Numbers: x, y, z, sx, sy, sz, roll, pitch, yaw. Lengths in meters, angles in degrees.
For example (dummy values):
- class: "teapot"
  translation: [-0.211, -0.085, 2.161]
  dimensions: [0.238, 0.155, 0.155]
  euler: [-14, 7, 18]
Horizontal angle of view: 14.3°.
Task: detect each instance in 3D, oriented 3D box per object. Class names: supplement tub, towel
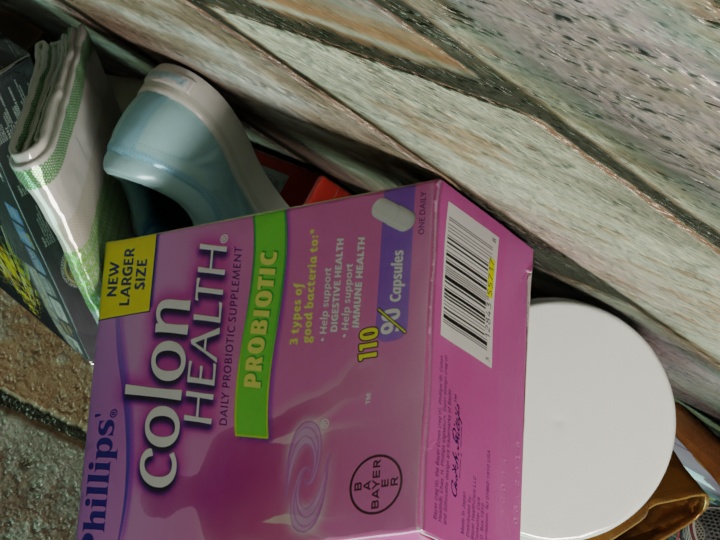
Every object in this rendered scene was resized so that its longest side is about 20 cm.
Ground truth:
- class: "supplement tub"
  translation: [0.093, 0.081, 1.582]
  dimensions: [0.132, 0.132, 0.200]
  euler: [29, 177, -4]
- class: "towel"
  translation: [-0.132, -0.012, 1.513]
  dimensions: [0.149, 0.031, 0.200]
  euler: [-82, -25, -58]

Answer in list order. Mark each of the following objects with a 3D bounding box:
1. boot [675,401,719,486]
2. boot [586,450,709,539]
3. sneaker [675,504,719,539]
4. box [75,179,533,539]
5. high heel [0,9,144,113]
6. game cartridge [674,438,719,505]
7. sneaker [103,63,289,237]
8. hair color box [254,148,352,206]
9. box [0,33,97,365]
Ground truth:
- class: "boot"
  translation: [0.241, 0.130, 1.712]
  dimensions: [0.188, 0.069, 0.200]
  euler: [30, -166, -39]
- class: "boot"
  translation: [0.098, 0.129, 1.741]
  dimensions: [0.144, 0.201, 0.071]
  euler: [54, 154, 41]
- class: "sneaker"
  translation: [0.287, 0.193, 1.816]
  dimensions: [0.200, 0.081, 0.075]
  euler: [25, 141, 37]
- class: "box"
  translation: [-0.027, 0.067, 1.399]
  dimensions: [0.200, 0.176, 0.097]
  euler: [-10, 154, 31]
- class: "high heel"
  translation: [-0.142, -0.072, 1.658]
  dimensions: [0.200, 0.067, 0.096]
  euler: [32, 168, 24]
- class: "game cartridge"
  translation: [0.237, 0.138, 1.975]
  dimensions: [0.133, 0.041, 0.200]
  euler: [32, 176, 8]
- class: "sneaker"
  translation: [-0.083, -0.017, 1.526]
  dimensions: [0.074, 0.082, 0.200]
  euler: [17, 150, 42]
- class: "hair color box"
  translation: [0.000, 0.000, 1.697]
  dimensions: [0.200, 0.061, 0.101]
  euler: [32, 174, -40]
- class: "box"
  translation: [-0.208, -0.060, 1.661]
  dimensions: [0.161, 0.049, 0.200]
  euler: [32, 150, 48]
